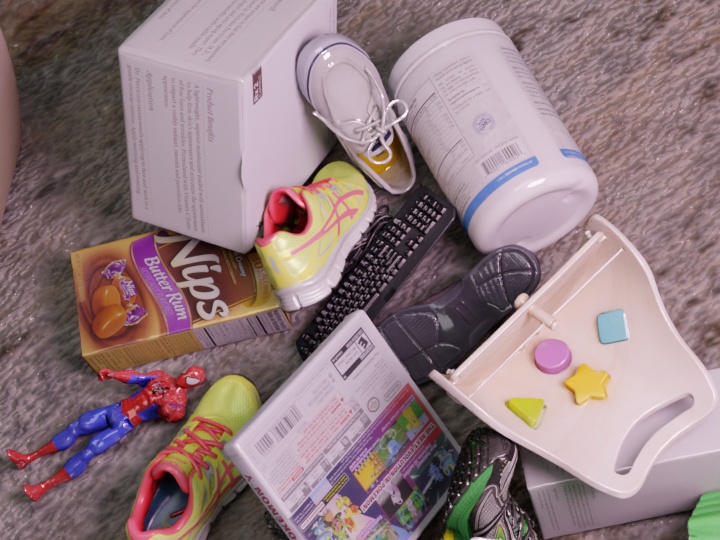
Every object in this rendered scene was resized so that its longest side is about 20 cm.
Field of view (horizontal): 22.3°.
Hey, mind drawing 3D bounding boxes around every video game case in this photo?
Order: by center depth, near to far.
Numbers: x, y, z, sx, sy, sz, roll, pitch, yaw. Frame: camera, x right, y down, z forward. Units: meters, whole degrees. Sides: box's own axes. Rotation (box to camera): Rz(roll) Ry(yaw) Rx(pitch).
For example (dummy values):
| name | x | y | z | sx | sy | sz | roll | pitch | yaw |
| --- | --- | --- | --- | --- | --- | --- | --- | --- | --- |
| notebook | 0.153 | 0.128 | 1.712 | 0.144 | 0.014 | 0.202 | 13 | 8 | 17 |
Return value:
| name | x | y | z | sx | sy | sz | roll | pitch | yaw |
| --- | --- | --- | --- | --- | --- | --- | --- | --- | --- |
| video game case | -0.006 | 0.162 | 1.574 | 0.182 | 0.023 | 0.200 | 55 | 48 | -12 |

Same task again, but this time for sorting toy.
| name | x | y | z | sx | sy | sz | roll | pitch | yaw |
| --- | --- | --- | --- | --- | --- | --- | --- | --- | --- |
| sorting toy | 0.191 | 0.091 | 1.507 | 0.200 | 0.107 | 0.180 | -43 | 67 | -13 |

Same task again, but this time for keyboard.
| name | x | y | z | sx | sy | sz | roll | pitch | yaw |
| --- | --- | --- | --- | --- | --- | --- | --- | --- | --- |
| keyboard | 0.000 | 0.000 | 1.711 | 0.200 | 0.040 | 0.104 | -51 | 31 | 0 |

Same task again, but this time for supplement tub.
| name | x | y | z | sx | sy | sz | roll | pitch | yaw |
| --- | --- | --- | --- | --- | --- | --- | --- | --- | --- |
| supplement tub | 0.124 | -0.123 | 1.718 | 0.132 | 0.132 | 0.200 | -27 | 63 | -1 |

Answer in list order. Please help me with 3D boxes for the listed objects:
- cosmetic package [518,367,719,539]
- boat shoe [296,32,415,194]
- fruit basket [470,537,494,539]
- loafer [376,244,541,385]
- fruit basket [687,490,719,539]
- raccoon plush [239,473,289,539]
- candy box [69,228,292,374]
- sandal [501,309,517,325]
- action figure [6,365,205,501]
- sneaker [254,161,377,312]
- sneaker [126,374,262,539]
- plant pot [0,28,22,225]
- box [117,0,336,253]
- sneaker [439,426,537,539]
| name | x | y | z | sx | sy | sz | roll | pitch | yaw |
| --- | --- | --- | --- | --- | --- | --- | --- | --- | --- |
| cosmetic package | 0.241 | 0.159 | 1.576 | 0.200 | 0.108 | 0.085 | -12 | 55 | 5 |
| boat shoe | 0.007 | -0.134 | 1.703 | 0.075 | 0.202 | 0.086 | -36 | 52 | -7 |
| fruit basket | 0.166 | 0.325 | 1.463 | 0.185 | 0.094 | 0.200 | 9 | 74 | -4 |
| loafer | 0.086 | 0.047 | 1.695 | 0.200 | 0.063 | 0.072 | -36 | 83 | 12 |
| fruit basket | 0.368 | 0.231 | 1.484 | 0.200 | 0.185 | 0.094 | 6 | 97 | 16 |
| raccoon plush | -0.017 | 0.210 | 1.596 | 0.200 | 0.134 | 0.097 | 33 | 75 | 23 |
| candy box | -0.174 | 0.018 | 1.763 | 0.200 | 0.056 | 0.117 | -14 | 63 | 4 |
| sandal | 0.195 | 0.057 | 1.618 | 0.080 | 0.054 | 0.200 | -23 | 28 | -29 |
| action figure | -0.238 | 0.135 | 1.704 | 0.200 | 0.099 | 0.065 | -29 | 65 | -4 |
| sneaker | -0.045 | -0.053 | 1.706 | 0.078 | 0.090 | 0.200 | -22 | 27 | 27 |
| sneaker | -0.150 | 0.180 | 1.657 | 0.078 | 0.090 | 0.200 | 18 | 70 | 20 |
| plant pot | -0.439 | -0.122 | 1.815 | 0.200 | 0.177 | 0.200 | 4 | 68 | 13 |
| box | -0.119 | -0.161 | 1.717 | 0.131 | 0.199 | 0.200 | 18 | 43 | 18 |
| sneaker | 0.114 | 0.205 | 1.547 | 0.085 | 0.200 | 0.078 | 11 | 49 | 7 |
